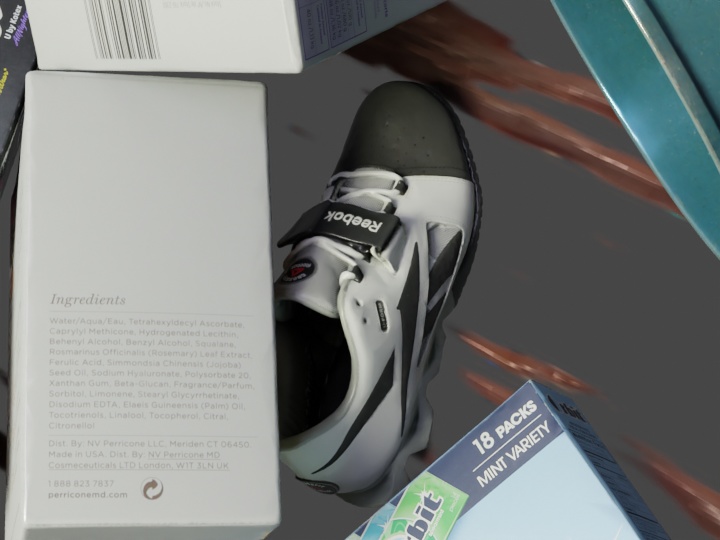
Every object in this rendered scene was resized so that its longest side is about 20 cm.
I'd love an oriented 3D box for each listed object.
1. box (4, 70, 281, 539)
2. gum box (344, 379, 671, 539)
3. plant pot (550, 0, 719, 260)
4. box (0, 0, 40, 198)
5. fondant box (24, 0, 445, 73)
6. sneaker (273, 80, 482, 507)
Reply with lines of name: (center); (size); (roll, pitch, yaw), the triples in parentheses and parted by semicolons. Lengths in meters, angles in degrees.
box: (-0.102, 0.033, 0.829); (0.106, 0.152, 0.200); (2, 71, -12)
gum box: (0.068, 0.175, 0.757); (0.170, 0.045, 0.200); (-42, 56, 14)
plant pot: (0.179, -0.127, 0.708); (0.188, 0.200, 0.200); (-31, 59, 2)
box: (-0.225, -0.082, 0.918); (0.200, 0.115, 0.132); (169, 120, -78)
fondant box: (-0.033, -0.142, 0.834); (0.144, 0.200, 0.058); (5, 115, 33)
sneaker: (0.000, 0.000, 0.832); (0.074, 0.088, 0.200); (-3, 72, 33)
